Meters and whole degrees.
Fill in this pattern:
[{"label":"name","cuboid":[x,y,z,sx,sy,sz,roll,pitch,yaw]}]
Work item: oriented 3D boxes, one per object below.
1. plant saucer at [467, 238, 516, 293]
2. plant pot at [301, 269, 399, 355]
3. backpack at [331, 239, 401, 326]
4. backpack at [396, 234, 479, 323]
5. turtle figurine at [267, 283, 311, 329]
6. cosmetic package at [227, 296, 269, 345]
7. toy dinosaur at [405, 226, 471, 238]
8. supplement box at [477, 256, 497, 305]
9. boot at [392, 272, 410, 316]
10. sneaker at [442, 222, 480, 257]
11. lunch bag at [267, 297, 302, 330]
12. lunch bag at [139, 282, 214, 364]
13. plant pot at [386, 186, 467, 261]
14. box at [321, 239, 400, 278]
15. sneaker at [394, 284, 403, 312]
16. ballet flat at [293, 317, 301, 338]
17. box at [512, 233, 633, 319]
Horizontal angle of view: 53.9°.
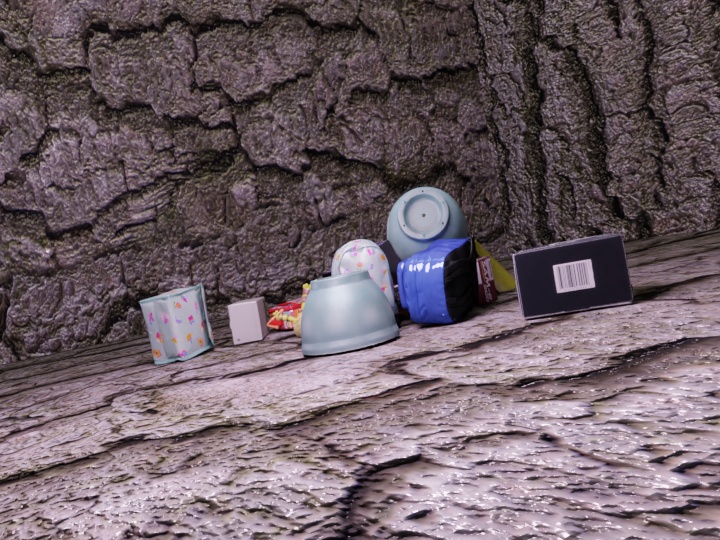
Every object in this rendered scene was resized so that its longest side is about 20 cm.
[{"label":"plant saucer","cuboid":[0.311,0.003,1.951,0.048,0.199,0.199,-54,18,-18]},{"label":"plant pot","cuboid":[-0.030,0.075,1.392,0.195,0.138,0.200,-11,1,0]},{"label":"backpack","cuboid":[0.009,0.035,1.549,0.162,0.206,0.126,-9,1,-14]},{"label":"backpack","cuboid":[0.159,0.032,1.501,0.164,0.167,0.199,-8,11,25]},{"label":"turtle figurine","cuboid":[-0.125,0.110,1.783,0.195,0.065,0.163,-1,41,24]},{"label":"cosmetic package","cuboid":[-0.307,0.136,1.963,0.082,0.111,0.200,-9,3,-2]},{"label":"toy dinosaur","cuboid":[0.181,-0.083,1.741,0.137,0.197,0.087,-57,5,37]},{"label":"supplement box","cuboid":[0.236,0.035,1.762,0.197,0.112,0.060,-10,4,43]},{"label":"boot","cuboid":[0.093,0.029,1.832,0.071,0.171,0.200,-13,2,-14]},{"label":"sneaker","cuboid":[0.247,-0.034,1.832,0.093,0.203,0.070,-40,-29,27]},{"label":"lunch bag","cuboid":[-0.189,0.129,2.073,0.172,0.084,0.199,-16,1,-25]},{"label":"lunch bag","cuboid":[-0.448,0.131,1.813,0.119,0.175,0.199,-11,4,25]},{"label":"plant pot","cuboid":[0.150,-0.110,1.648,0.195,0.206,0.134,-10,-18,7]},{"label":"box","cuboid":[0.000,0.000,1.727,0.139,0.080,0.199,-30,5,-17]},{"label":"sneaker","cuboid":[0.117,0.057,1.655,0.195,0.073,0.098,2,-26,-19]},{"label":"ballet flat","cuboid":[-0.056,0.120,1.633,0.195,0.073,0.071,-11,1,-11]},{"label":"box","cuboid":[0.396,0.008,1.340,0.195,0.128,0.196,-10,-1,15]}]
